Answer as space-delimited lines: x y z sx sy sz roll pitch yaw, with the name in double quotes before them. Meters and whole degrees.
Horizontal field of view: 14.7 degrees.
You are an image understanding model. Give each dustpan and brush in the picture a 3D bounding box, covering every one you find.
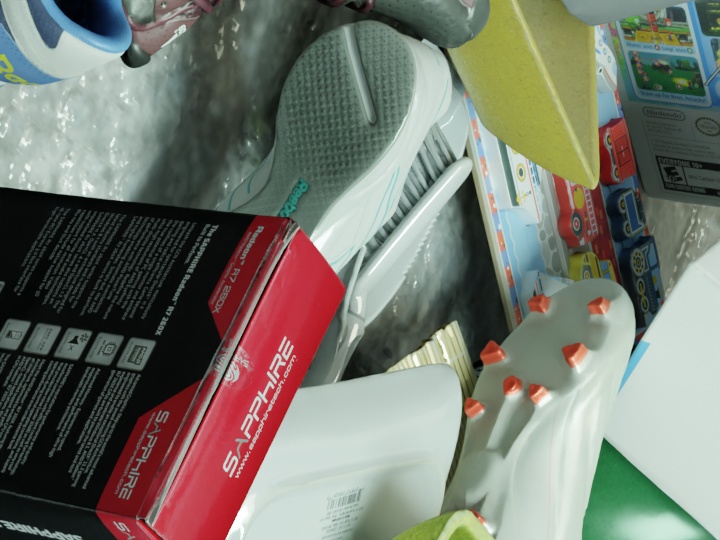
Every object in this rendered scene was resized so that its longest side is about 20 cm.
"dustpan and brush" 0.000 0.000 1.268 0.200 0.057 0.140 -53 168 1

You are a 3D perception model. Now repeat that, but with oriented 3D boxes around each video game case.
"video game case" 0.215 -0.105 1.438 0.024 0.199 0.183 -47 132 -36

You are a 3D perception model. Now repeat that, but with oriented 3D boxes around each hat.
"hat" 0.199 0.133 1.397 0.200 0.175 0.167 -25 121 -50

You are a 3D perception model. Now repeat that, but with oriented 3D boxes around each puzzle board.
"puzzle board" 0.103 -0.045 1.411 0.151 0.017 0.201 -31 111 -54

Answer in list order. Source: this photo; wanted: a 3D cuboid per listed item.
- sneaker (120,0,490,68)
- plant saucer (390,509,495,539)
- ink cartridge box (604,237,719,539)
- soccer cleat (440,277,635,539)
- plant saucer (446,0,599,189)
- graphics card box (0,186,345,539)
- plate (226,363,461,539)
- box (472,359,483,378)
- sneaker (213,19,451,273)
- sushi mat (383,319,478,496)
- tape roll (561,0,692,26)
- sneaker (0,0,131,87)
"sneaker" -0.048 -0.120 1.160 0.200 0.076 0.116 33 78 -21
"plant saucer" 0.011 0.215 1.183 0.201 0.048 0.200 -57 143 -14
"ink cartridge box" 0.233 0.032 1.377 0.200 0.125 0.129 -37 161 -43
"soccer cleat" 0.080 0.094 1.306 0.078 0.069 0.201 51 55 -37
"plant saucer" 0.056 -0.165 1.288 0.201 0.048 0.200 -87 157 -46
"graphics card box" -0.114 0.035 1.011 0.051 0.199 0.126 51 56 -45
"plate" -0.029 0.144 1.160 0.199 0.032 0.201 -6 115 -54
"box" 0.031 0.152 1.365 0.200 0.046 0.160 -29 119 -49
"sneaker" -0.026 -0.015 1.177 0.201 0.070 0.080 -50 161 17
"sushi mat" 0.052 0.131 1.321 0.096 0.012 0.201 -36 110 -47
"tape roll" 0.113 -0.220 1.321 0.200 0.066 0.202 -13 90 -73
"sneaker" -0.118 -0.167 1.067 0.074 0.082 0.201 -11 103 -51
